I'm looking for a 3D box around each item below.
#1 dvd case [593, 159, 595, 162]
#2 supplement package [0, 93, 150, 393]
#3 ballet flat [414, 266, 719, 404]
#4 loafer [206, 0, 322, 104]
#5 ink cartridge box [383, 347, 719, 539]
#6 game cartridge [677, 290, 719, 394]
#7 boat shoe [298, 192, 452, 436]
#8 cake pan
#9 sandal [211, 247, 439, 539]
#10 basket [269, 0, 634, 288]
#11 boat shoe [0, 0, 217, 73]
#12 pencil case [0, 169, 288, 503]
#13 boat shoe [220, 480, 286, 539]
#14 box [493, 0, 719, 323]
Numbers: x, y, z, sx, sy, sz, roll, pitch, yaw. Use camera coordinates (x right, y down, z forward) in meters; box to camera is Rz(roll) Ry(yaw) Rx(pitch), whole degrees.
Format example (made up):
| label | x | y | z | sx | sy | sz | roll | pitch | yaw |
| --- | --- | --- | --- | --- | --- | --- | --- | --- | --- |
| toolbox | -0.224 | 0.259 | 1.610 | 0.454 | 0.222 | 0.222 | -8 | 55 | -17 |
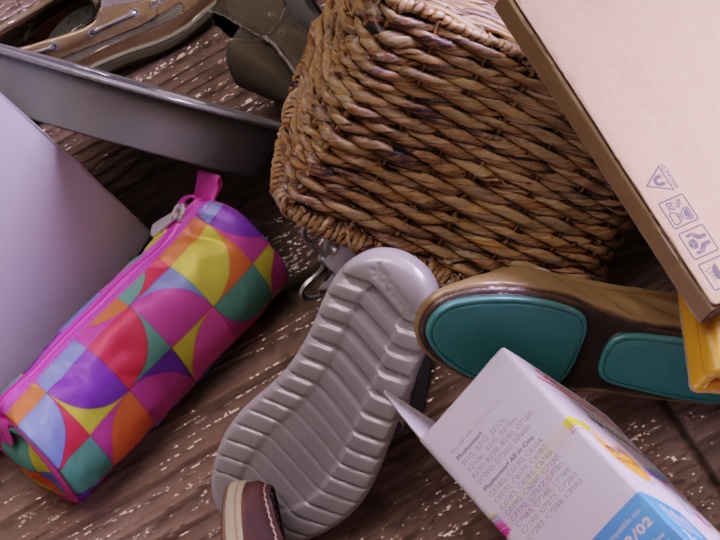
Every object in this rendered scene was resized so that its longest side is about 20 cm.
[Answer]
| label | x | y | z | sx | sy | sz | roll | pitch | yaw |
| --- | --- | --- | --- | --- | --- | --- | --- | --- | --- |
| dvd case | 0.178 | -0.139 | 1.390 | 0.148 | 0.016 | 0.200 | 6 | 59 | -24 |
| supplement package | -0.274 | -0.038 | 1.513 | 0.200 | 0.191 | 0.147 | 25 | 77 | 36 |
| ballet flat | 0.114 | 0.031 | 1.342 | 0.200 | 0.069 | 0.063 | 12 | 32 | -22 |
| loafer | -0.041 | -0.124 | 1.578 | 0.070 | 0.075 | 0.200 | -33 | 39 | 3 |
| ink cartridge box | 0.110 | 0.114 | 1.284 | 0.068 | 0.115 | 0.200 | -49 | 49 | 6 |
| game cartridge | 0.244 | -0.028 | 1.317 | 0.176 | 0.032 | 0.200 | 4 | 65 | -16 |
| boat shoe | 0.002 | 0.003 | 1.461 | 0.086 | 0.075 | 0.202 | -3 | 63 | 26 |
| cake pan | -0.140 | -0.096 | 1.526 | 0.200 | 0.200 | 0.037 | 18 | 94 | 33 |
| sandal | -0.010 | 0.070 | 1.370 | 0.082 | 0.203 | 0.050 | 37 | 30 | 5 |
| basket | 0.059 | -0.082 | 1.425 | 0.149 | 0.200 | 0.143 | -63 | 16 | 21 |
| boat shoe | -0.162 | -0.176 | 1.659 | 0.200 | 0.076 | 0.072 | -36 | 49 | -7 |
| pencil case | -0.131 | 0.040 | 1.475 | 0.088 | 0.088 | 0.200 | 27 | 69 | 36 |
| boat shoe | -0.023 | 0.193 | 1.323 | 0.072 | 0.072 | 0.200 | -17 | 53 | 1 |
| box | 0.186 | -0.087 | 1.302 | 0.163 | 0.021 | 0.200 | -23 | 71 | -26 |
